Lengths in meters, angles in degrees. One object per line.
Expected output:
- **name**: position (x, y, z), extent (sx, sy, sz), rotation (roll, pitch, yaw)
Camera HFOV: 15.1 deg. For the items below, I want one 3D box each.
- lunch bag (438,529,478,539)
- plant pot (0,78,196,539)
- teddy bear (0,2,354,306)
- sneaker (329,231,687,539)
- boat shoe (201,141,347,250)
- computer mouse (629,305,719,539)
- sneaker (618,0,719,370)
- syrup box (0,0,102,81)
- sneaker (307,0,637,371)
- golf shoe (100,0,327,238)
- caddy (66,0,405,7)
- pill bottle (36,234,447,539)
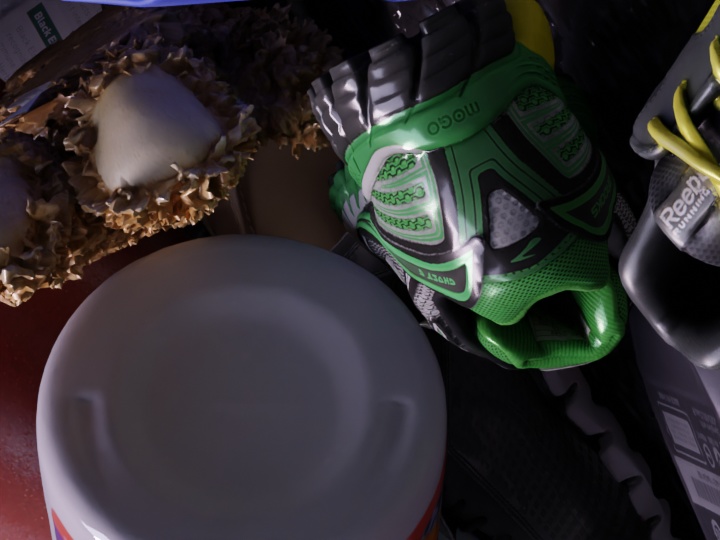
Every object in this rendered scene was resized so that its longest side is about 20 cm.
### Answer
- **lunch bag**: position (-0.028, 0.077, 1.058), extent (0.200, 0.077, 0.160), rotation (50, -171, 29)
- **plant pot**: position (-0.164, 0.005, 0.890), extent (0.195, 0.201, 0.201), rotation (35, 171, -21)
- **teddy bear**: position (-0.066, -0.031, 0.761), extent (0.067, 0.145, 0.200), rotation (57, 173, -11)
- **sneaker**: position (0.040, 0.061, 0.881), extent (0.066, 0.090, 0.200), rotation (23, 142, 62)
- **boat shoe**: position (0.000, 0.000, 0.915), extent (0.065, 0.071, 0.200), rotation (51, 173, 45)
- **computer mouse**: position (0.129, 0.083, 0.721), extent (0.138, 0.053, 0.200), rotation (-139, 27, -77)
- **sneaker**: position (0.101, -0.037, 0.553), extent (0.074, 0.085, 0.200), rotation (48, 161, 25)
- **syrup box**: position (-0.164, -0.059, 1.034), extent (0.079, 0.200, 0.082), rotation (36, 158, 50)
- **sneaker**: position (0.035, -0.007, 0.720), extent (0.200, 0.078, 0.085), rotation (36, -150, -78)
- **golf shoe**: position (-0.052, -0.088, 0.929), extent (0.200, 0.078, 0.095), rotation (81, 169, -50)
- **caddy**: position (-0.027, -0.139, 0.699), extent (0.200, 0.105, 0.142), rotation (-163, 67, -64)
- **pill bottle**: position (-0.033, 0.086, 0.797), extent (0.111, 0.111, 0.200), rotation (49, 159, 24)
